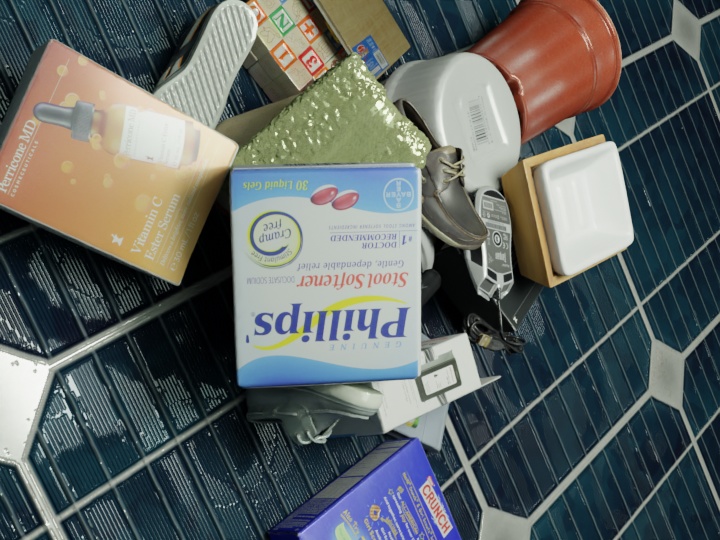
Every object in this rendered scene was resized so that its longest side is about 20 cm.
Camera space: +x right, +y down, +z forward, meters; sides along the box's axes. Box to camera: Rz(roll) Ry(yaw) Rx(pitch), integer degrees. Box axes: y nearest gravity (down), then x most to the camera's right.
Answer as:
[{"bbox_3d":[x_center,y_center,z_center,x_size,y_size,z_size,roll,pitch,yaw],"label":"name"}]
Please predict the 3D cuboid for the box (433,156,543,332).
[{"bbox_3d":[0.191,-0.031,1.130,0.142,0.078,0.201,50,55,-13],"label":"box"}]

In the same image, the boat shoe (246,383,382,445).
[{"bbox_3d":[-0.052,0.145,0.867,0.069,0.198,0.073,16,79,-40],"label":"boat shoe"}]

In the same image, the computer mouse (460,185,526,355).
[{"bbox_3d":[0.155,-0.001,1.021,0.108,0.043,0.205,10,73,-43],"label":"computer mouse"}]

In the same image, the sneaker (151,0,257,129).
[{"bbox_3d":[-0.184,-0.203,0.924,0.078,0.079,0.202,35,85,-26],"label":"sneaker"}]

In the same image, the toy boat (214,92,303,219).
[{"bbox_3d":[-0.076,-0.112,0.958,0.196,0.132,0.133,-19,60,-5],"label":"toy boat"}]

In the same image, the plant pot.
[{"bbox_3d":[0.237,-0.279,1.202,0.194,0.199,0.204,-36,102,-28],"label":"plant pot"}]

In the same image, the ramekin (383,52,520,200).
[{"bbox_3d":[0.122,-0.180,1.080,0.198,0.096,0.206,6,82,-44],"label":"ramekin"}]

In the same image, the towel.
[{"bbox_3d":[-0.037,-0.110,0.865,0.200,0.037,0.149,-43,104,1],"label":"towel"}]

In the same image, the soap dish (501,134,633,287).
[{"bbox_3d":[0.270,-0.081,1.089,0.198,0.080,0.161,-20,99,-42],"label":"soap dish"}]

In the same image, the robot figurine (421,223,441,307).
[{"bbox_3d":[0.001,0.002,0.966,0.151,0.125,0.199,50,52,1],"label":"robot figurine"}]

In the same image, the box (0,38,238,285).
[{"bbox_3d":[-0.245,-0.098,0.803,0.197,0.106,0.155,26,83,-31],"label":"box"}]

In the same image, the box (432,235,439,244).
[{"bbox_3d":[0.166,-0.034,1.182,0.198,0.032,0.124,27,64,-32],"label":"box"}]

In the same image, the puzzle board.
[{"bbox_3d":[-0.004,-0.329,1.078,0.152,0.017,0.201,56,30,-14],"label":"puzzle board"}]

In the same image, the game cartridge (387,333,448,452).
[{"bbox_3d":[0.038,0.131,1.042,0.198,0.040,0.136,28,60,-30],"label":"game cartridge"}]

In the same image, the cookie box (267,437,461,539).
[{"bbox_3d":[0.016,0.319,0.957,0.198,0.075,0.174,-28,97,-38],"label":"cookie box"}]

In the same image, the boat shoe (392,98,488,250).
[{"bbox_3d":[0.082,-0.114,0.966,0.201,0.073,0.074,51,38,9],"label":"boat shoe"}]

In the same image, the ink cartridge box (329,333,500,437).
[{"bbox_3d":[0.056,0.126,0.962,0.197,0.115,0.069,-16,89,-40],"label":"ink cartridge box"}]

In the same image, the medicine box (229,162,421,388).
[{"bbox_3d":[-0.035,-0.001,0.813,0.177,0.103,0.206,-2,99,-7],"label":"medicine box"}]

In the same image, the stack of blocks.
[{"bbox_3d":[-0.067,-0.255,1.030,0.201,0.058,0.116,51,55,-18],"label":"stack of blocks"}]
